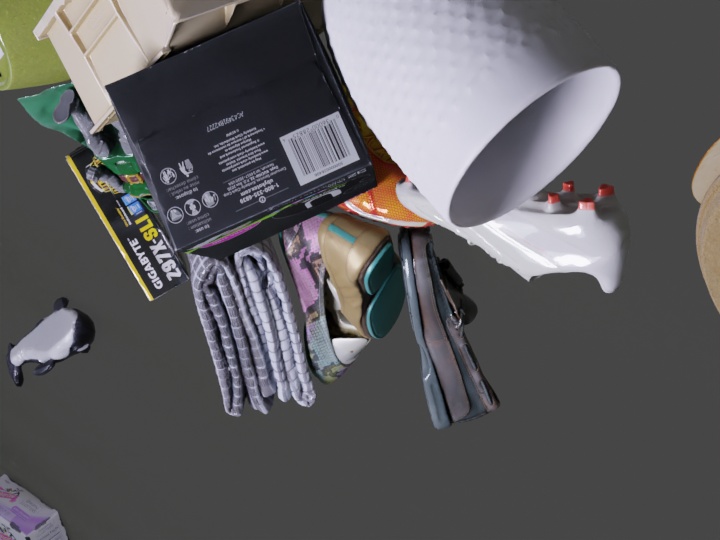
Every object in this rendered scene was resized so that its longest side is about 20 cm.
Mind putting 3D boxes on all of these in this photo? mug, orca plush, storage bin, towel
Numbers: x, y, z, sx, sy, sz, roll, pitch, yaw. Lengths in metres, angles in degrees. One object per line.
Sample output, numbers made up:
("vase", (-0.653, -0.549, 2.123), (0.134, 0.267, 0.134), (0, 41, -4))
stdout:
("mug", (0.061, -0.131, 1.006), (0.175, 0.147, 0.200), (51, 168, 20))
("orca plush", (-0.389, 0.106, 1.938), (0.071, 0.105, 0.200), (26, 135, -30))
("storage bin", (-0.107, -0.202, 1.086), (0.094, 0.200, 0.198), (64, 150, 2))
("towel", (-0.116, 0.021, 1.399), (0.166, 0.085, 0.200), (-115, 10, -53))

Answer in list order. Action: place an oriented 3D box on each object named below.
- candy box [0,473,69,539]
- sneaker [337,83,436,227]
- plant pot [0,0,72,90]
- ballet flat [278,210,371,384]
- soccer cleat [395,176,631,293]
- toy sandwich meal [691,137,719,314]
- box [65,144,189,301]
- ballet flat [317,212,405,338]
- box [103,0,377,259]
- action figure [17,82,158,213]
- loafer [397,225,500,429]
("candy box", (-0.558, 0.469, 2.547), (0.168, 0.071, 0.200), (23, 138, 42))
("sneaker", (-0.009, -0.103, 1.197), (0.200, 0.073, 0.077), (36, 130, 19))
("plant pot", (-0.242, -0.239, 1.252), (0.187, 0.200, 0.187), (35, 145, 30))
("ballet flat", (-0.022, 0.030, 1.364), (0.071, 0.069, 0.200), (4, 129, 21))
("soccer cleat", (0.106, -0.032, 1.095), (0.200, 0.069, 0.078), (14, 121, 39))
("toy sandwich meal", (0.285, -0.008, 0.886), (0.205, 0.070, 0.205), (31, 144, 26))
("box", (-0.232, -0.060, 1.493), (0.160, 0.049, 0.200), (62, 176, -10))
("ballet flat", (0.000, 0.000, 1.251), (0.063, 0.069, 0.200), (31, 164, 14))
("box", (-0.077, -0.093, 1.070), (0.200, 0.148, 0.125), (30, -144, -88))
("action figure", (-0.207, -0.103, 1.317), (0.118, 0.055, 0.200), (-4, 157, 12))
("loafer", (0.075, 0.044, 1.251), (0.072, 0.063, 0.200), (-94, -6, -56))
